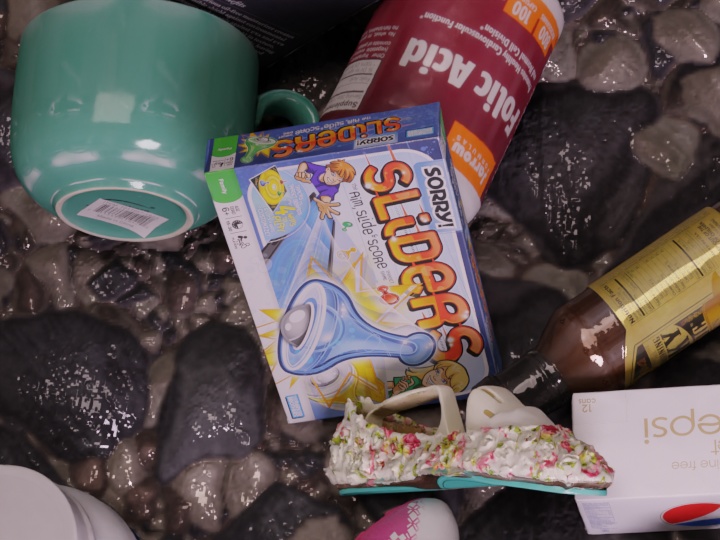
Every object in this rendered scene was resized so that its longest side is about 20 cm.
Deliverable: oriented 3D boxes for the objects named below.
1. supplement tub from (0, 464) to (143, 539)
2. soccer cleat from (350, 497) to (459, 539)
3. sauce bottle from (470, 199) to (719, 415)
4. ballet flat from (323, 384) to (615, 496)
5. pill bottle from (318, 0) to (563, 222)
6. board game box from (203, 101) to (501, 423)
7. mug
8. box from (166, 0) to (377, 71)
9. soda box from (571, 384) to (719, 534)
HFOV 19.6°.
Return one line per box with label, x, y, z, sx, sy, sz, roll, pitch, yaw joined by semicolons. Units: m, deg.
supplement tub;-0.162;0.205;1.139;0.144;0.200;0.145;-12;54;17
soccer cleat;0.006;0.210;1.158;0.086;0.070;0.200;12;48;46
sauce bottle;0.157;0.032;1.233;0.200;0.065;0.065;-34;62;-4
ballet flat;0.055;0.096;1.183;0.200;0.076;0.064;-5;81;41
pill bottle;0.038;-0.095;1.294;0.114;0.114;0.200;19;71;21
board game box;0.000;0.000;1.212;0.135;0.200;0.035;-9;40;10
mug;-0.128;-0.087;1.309;0.185;0.152;0.115;-2;68;12
box;-0.072;-0.250;1.340;0.198;0.123;0.200;-25;55;42
soda box;0.222;0.105;1.184;0.200;0.064;0.068;-4;64;11
